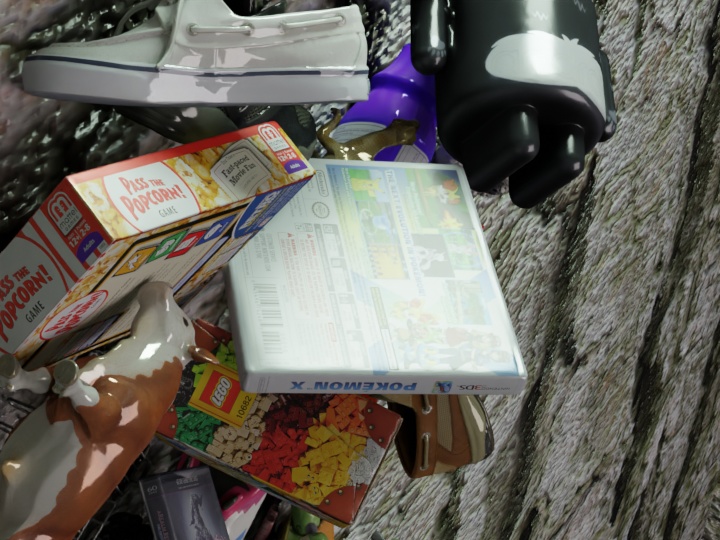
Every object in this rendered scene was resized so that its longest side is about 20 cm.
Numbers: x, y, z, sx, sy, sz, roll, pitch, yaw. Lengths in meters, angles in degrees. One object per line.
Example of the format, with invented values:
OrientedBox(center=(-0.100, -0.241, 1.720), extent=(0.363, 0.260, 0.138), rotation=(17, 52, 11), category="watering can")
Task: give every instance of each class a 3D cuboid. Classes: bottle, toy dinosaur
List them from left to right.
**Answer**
OrientedBox(center=(-0.032, -0.053, 1.202), extent=(0.200, 0.101, 0.058), rotation=(-58, 156, -23), category="toy dinosaur")
OrientedBox(center=(0.014, -0.090, 1.296), extent=(0.065, 0.084, 0.200), rotation=(39, 70, -30), category="bottle")

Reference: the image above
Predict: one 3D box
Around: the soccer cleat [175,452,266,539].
OrientedBox(center=(-0.118, 0.188, 1.290), extent=(0.200, 0.070, 0.086), rotation=(-62, 174, -10), category="soccer cleat")

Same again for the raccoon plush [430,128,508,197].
OrientedBox(center=(0.084, -0.068, 1.402), extent=(0.097, 0.134, 0.200), rotation=(-59, 156, -24), category="raccoon plush")

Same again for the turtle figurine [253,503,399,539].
OrientedBox(center=(-0.006, 0.215, 1.414), extent=(0.144, 0.200, 0.194), rotation=(0, 88, -33), category="turtle figurine")

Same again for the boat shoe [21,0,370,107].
OrientedBox(center=(-0.090, -0.136, 0.958), extent=(0.075, 0.202, 0.086), rotation=(-171, -101, -72), category="boat shoe")

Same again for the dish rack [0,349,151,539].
OrientedBox(center=(-0.205, 0.145, 1.059), extent=(0.200, 0.055, 0.153), rotation=(-60, 158, -24), category="dish rack")

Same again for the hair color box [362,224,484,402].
OrientedBox(center=(0.027, 0.029, 1.373), extent=(0.111, 0.064, 0.200), rotation=(-57, 176, -24), category="hair color box")

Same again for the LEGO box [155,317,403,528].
OrientedBox(center=(-0.058, 0.108, 1.148), extent=(0.200, 0.149, 0.077), rotation=(100, 16, -80), category="LEGO box")

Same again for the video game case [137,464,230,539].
OrientedBox(center=(-0.100, 0.234, 1.166), extent=(0.143, 0.019, 0.200), rotation=(26, 47, -81), category="video game case")

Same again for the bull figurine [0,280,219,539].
OrientedBox(center=(-0.163, 0.092, 0.935), extent=(0.200, 0.065, 0.121), rotation=(-58, 149, 1), category="bull figurine")

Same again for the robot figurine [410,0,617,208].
OrientedBox(center=(0.114, -0.147, 1.243), extent=(0.150, 0.125, 0.200), rotation=(56, 28, -57), category="robot figurine")

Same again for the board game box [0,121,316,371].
OrientedBox(center=(-0.134, -0.009, 0.987), extent=(0.152, 0.046, 0.200), rotation=(-44, 170, 31), category="board game box")

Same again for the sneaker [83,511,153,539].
OrientedBox(center=(-0.201, 0.243, 1.142), extent=(0.066, 0.090, 0.200), rotation=(51, 34, -23), category="sneaker")

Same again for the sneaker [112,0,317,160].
OrientedBox(center=(-0.070, -0.129, 1.081), extent=(0.199, 0.076, 0.114), rotation=(12, 105, -62), category="sneaker")

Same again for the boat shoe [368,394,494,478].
OrientedBox(center=(0.037, 0.069, 1.221), extent=(0.074, 0.076, 0.200), rotation=(-26, 117, -14), category="boat shoe")

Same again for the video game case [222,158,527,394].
OrientedBox(center=(0.000, 0.000, 1.111), extent=(0.200, 0.182, 0.022), rotation=(-103, -159, -43), category="video game case")
